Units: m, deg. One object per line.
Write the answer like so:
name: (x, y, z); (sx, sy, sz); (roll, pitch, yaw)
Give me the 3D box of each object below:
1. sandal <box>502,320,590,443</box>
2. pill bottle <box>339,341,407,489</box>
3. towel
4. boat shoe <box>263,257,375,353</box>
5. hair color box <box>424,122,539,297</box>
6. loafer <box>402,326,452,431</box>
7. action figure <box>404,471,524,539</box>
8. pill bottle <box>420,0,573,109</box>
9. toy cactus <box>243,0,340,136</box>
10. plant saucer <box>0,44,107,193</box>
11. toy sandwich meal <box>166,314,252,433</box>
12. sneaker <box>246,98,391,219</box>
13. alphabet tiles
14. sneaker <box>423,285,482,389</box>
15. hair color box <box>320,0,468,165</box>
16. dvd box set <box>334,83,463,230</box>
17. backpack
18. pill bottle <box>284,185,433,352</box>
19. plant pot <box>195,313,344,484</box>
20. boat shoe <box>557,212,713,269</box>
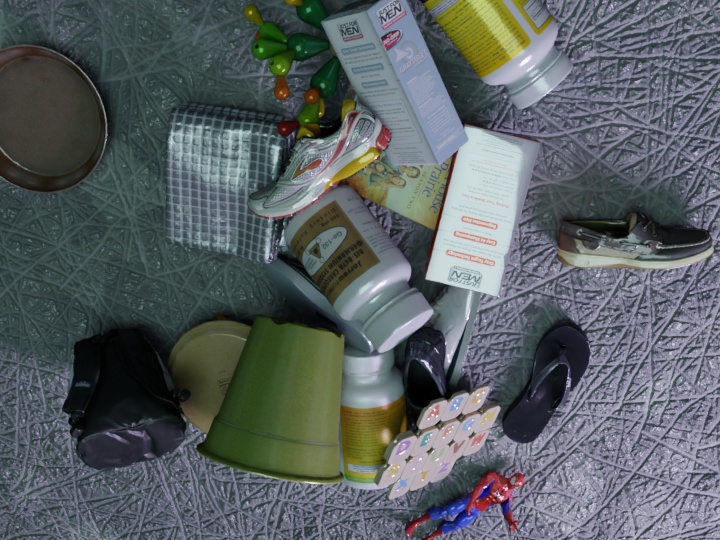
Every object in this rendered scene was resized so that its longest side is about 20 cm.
sandal: (0.267, 0.166, 1.335); (0.076, 0.043, 0.201); (21, 112, -2)
pill bottle: (0.010, 0.196, 1.338); (0.110, 0.111, 0.201); (-1, 111, 7)
towel: (-0.175, -0.112, 1.257); (0.164, 0.086, 0.201); (8, 112, 4)
boat shoe: (-0.042, 0.031, 1.298); (0.199, 0.068, 0.074); (31, 153, 23)
hair color box: (0.152, -0.078, 1.199); (0.101, 0.061, 0.201); (14, 100, 0)
loafer: (0.087, 0.165, 1.285); (0.068, 0.071, 0.202); (10, 132, 21)
action figure: (0.161, 0.367, 1.398); (0.200, 0.099, 0.065); (-36, 104, 15)
pill bottle: (0.163, -0.298, 1.133); (0.112, 0.113, 0.200); (-36, 103, 17)
toy cactus: (-0.055, -0.273, 1.178); (0.164, 0.102, 0.202); (-10, 80, -12)
plant saucer: (-0.434, -0.205, 1.277); (0.199, 0.035, 0.202); (2, 112, 6)
toy sandwich meal: (-0.180, 0.156, 1.371); (0.203, 0.070, 0.207); (2, 108, 7)
sneaker: (-0.062, -0.137, 1.157); (0.199, 0.078, 0.082); (-34, 113, 17)
alphabet tiles: (0.109, 0.242, 1.317); (0.199, 0.015, 0.197); (-11, 134, -36)
sneaker: (0.120, 0.067, 1.302); (0.080, 0.076, 0.201); (18, 111, 9)
hair color box: (0.042, -0.226, 1.130); (0.061, 0.099, 0.201); (-40, 116, -26)
dvd box set: (0.054, -0.152, 1.245); (0.199, 0.029, 0.147); (25, 111, -3)
backpack: (-0.338, 0.176, 1.322); (0.166, 0.200, 0.127); (-7, 129, -23)
pill bottle: (0.000, 0.000, 1.217); (0.114, 0.114, 0.200); (-41, 76, 19)
plant pot: (-0.098, 0.162, 1.246); (0.199, 0.200, 0.191); (13, 88, 1)
boat shoe: (0.357, -0.042, 1.230); (0.198, 0.073, 0.065); (-4, 116, 8)
